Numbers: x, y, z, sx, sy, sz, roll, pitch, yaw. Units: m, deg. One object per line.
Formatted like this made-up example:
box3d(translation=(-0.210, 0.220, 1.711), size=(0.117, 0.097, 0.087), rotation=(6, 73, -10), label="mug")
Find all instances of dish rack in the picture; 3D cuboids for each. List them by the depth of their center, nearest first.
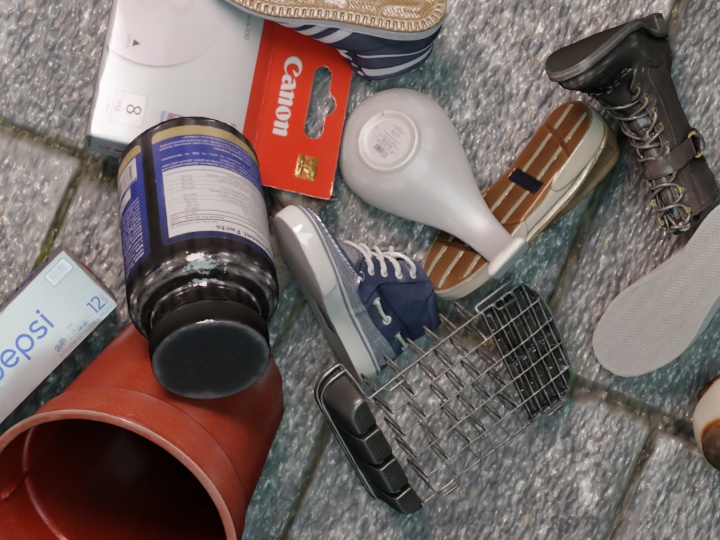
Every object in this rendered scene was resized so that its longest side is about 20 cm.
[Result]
box3d(translation=(0.076, 0.097, 1.535), size=(0.200, 0.055, 0.154), rotation=(-36, 130, -10), label="dish rack")

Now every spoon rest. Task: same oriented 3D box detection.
box3d(translation=(0.060, -0.066, 1.512), size=(0.099, 0.061, 0.200), rotation=(-45, 64, 4), label="spoon rest")

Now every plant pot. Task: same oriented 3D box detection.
box3d(translation=(-0.155, 0.136, 1.432), size=(0.200, 0.195, 0.201), rotation=(8, 122, 14), label="plant pot")

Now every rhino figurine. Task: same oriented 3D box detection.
box3d(translation=(-0.083, -0.018, 1.521), size=(0.087, 0.060, 0.200), rotation=(33, 83, -10), label="rhino figurine")

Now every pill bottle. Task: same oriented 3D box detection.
box3d(translation=(-0.119, -0.009, 1.388), size=(0.111, 0.200, 0.112), rotation=(-6, 138, -5), label="pill bottle")

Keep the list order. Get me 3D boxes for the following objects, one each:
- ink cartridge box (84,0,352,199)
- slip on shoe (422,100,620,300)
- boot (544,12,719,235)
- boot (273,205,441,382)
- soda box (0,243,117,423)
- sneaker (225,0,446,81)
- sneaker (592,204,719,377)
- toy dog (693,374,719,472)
box3d(translation=(-0.105, -0.156, 1.490), size=(0.199, 0.057, 0.163), rotation=(11, 77, -5), label="ink cartridge box")
box3d(translation=(0.135, -0.049, 1.554), size=(0.200, 0.076, 0.061), rotation=(-51, 133, 0), label="slip on shoe")
box3d(translation=(0.231, -0.112, 1.513), size=(0.069, 0.200, 0.175), rotation=(-17, 94, 34), label="boot")
box3d(translation=(0.000, 0.000, 1.498), size=(0.090, 0.073, 0.200), rotation=(-35, 141, -10), label="boot")
box3d(translation=(-0.283, 0.072, 1.492), size=(0.200, 0.068, 0.063), rotation=(-45, 101, -2), label="soda box")
box3d(translation=(-0.031, -0.207, 1.494), size=(0.199, 0.109, 0.070), rotation=(14, 76, 5), label="sneaker")
box3d(translation=(0.286, 0.010, 1.575), size=(0.074, 0.115, 0.200), rotation=(51, 123, 12), label="sneaker")
box3d(translation=(0.371, 0.154, 1.588), size=(0.200, 0.140, 0.194), rotation=(37, 125, -12), label="toy dog")
